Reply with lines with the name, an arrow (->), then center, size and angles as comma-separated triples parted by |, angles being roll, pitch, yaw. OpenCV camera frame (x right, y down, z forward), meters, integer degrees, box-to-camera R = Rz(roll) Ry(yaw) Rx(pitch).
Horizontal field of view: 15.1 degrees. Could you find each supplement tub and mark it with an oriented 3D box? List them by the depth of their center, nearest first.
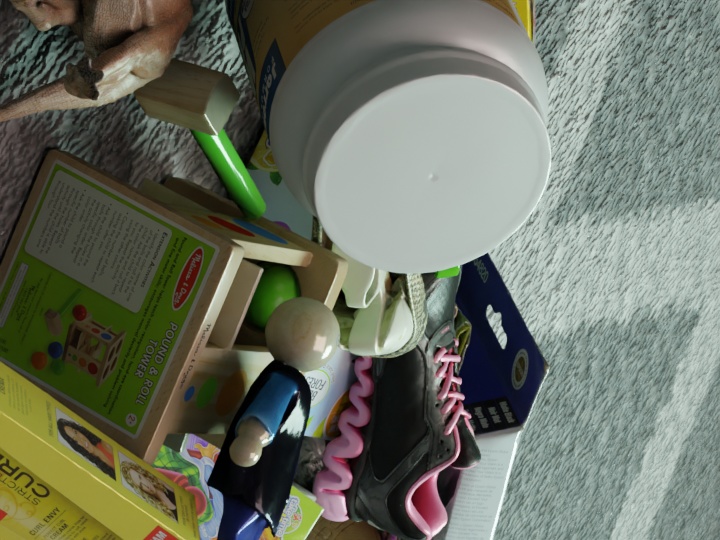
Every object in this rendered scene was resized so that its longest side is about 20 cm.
supplement tub -> 0.014, -0.107, 1.405 | 0.144, 0.200, 0.145 | -8, 129, -10

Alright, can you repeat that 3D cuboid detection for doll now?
doll -> -0.055, 0.111, 1.415 | 0.136, 0.048, 0.201 | 78, 26, -84

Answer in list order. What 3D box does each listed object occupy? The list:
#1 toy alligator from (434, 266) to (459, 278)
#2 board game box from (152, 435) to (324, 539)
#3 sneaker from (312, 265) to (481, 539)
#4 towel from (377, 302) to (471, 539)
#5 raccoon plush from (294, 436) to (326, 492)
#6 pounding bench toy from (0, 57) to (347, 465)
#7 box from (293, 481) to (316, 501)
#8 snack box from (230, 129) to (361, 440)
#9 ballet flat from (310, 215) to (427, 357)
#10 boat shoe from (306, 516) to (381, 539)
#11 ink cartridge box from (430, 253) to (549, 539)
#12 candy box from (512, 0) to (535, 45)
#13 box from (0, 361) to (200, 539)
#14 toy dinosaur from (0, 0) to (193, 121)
toy alligator -> 0.044, -0.092, 1.586 | 0.059, 0.054, 0.201 | -9, 121, -11
board game box -> -0.132, 0.181, 1.561 | 0.200, 0.134, 0.045 | -57, -164, -14
sneaker -> 0.040, 0.080, 1.681 | 0.079, 0.095, 0.201 | -25, 135, -55
towel -> 0.027, 0.089, 1.794 | 0.023, 0.144, 0.201 | 9, 110, -17
raccoon plush -> -0.083, 0.208, 1.779 | 0.134, 0.097, 0.201 | -16, 99, -40
pounding bench toy -> -0.089, -0.010, 1.461 | 0.156, 0.124, 0.201 | 7, 108, -64
box -> -0.118, 0.205, 1.670 | 0.201, 0.078, 0.095 | -63, 154, 1
snack box -> -0.027, -0.003, 1.655 | 0.201, 0.068, 0.169 | -64, 155, 4
ballet flat -> 0.000, 0.000, 1.549 | 0.075, 0.068, 0.200 | -89, 173, -45
boat shoe -> -0.045, 0.232, 1.718 | 0.064, 0.071, 0.200 | -34, -154, 50
ink cartridge box -> 0.056, 0.099, 1.800 | 0.040, 0.200, 0.201 | 7, 115, -17
candy box -> 0.089, -0.145, 1.583 | 0.200, 0.026, 0.103 | -82, 172, -65
box -> -0.175, 0.097, 1.338 | 0.075, 0.050, 0.200 | -42, 120, 17
toy dinosaur -> -0.107, -0.143, 1.357 | 0.201, 0.086, 0.135 | -61, 162, 9
